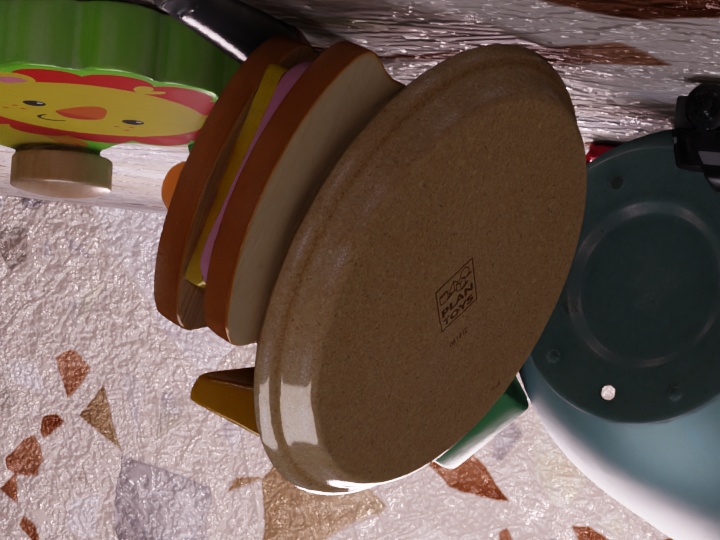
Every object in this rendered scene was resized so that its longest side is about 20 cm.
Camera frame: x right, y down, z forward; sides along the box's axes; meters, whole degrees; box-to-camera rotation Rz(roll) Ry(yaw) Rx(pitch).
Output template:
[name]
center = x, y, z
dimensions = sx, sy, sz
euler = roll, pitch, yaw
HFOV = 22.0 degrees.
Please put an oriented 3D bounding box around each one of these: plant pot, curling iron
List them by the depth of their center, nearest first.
[curling iron]
center = -0.034, -0.072, 0.694
dimensions = 0.025, 0.050, 0.200
euler = 32, 178, 17
[plant pot]
center = 0.161, 0.024, 0.862
dimensions = 0.200, 0.202, 0.161
euler = 6, 169, 33

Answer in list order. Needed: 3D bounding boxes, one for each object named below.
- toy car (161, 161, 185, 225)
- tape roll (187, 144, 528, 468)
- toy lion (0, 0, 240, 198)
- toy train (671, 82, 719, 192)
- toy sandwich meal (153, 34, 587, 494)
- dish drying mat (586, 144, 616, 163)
[toy car]
center = -0.055, -0.030, 1.376
dimensions = 0.199, 0.177, 0.184
euler = 34, -166, 1
[tape roll]
center = 0.000, 0.000, 0.874
dimensions = 0.201, 0.048, 0.200
euler = 51, -174, -8
[toy lion]
center = -0.144, -0.080, 0.763
dimensions = 0.199, 0.069, 0.191
euler = 8, 172, -26
[toy train]
center = 0.213, -0.041, 0.689
dimensions = 0.199, 0.046, 0.034
euler = 6, 179, 24
[toy sandwich meal]
center = 0.007, -0.006, 0.702
dimensions = 0.070, 0.206, 0.205
euler = 30, -168, 31
[dish drying mat]
center = 0.224, -0.048, 1.024
dimensions = 0.199, 0.018, 0.077
euler = 7, 180, 5
